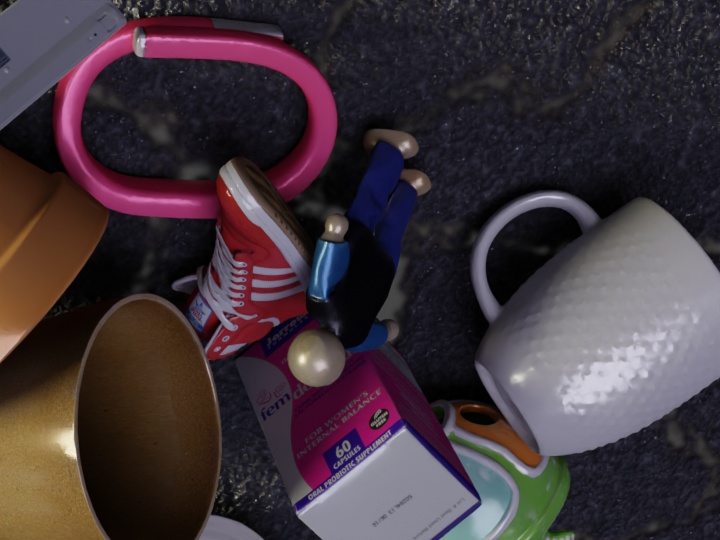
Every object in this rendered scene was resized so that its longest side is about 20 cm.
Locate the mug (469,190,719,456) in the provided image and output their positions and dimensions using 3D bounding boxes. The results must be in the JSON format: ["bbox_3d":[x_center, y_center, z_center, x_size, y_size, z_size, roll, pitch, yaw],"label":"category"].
[{"bbox_3d":[0.166,0.033,1.432,0.175,0.148,0.200,-35,87,-7],"label":"mug"}]

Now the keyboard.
[{"bbox_3d":[-0.229,-0.126,1.203,0.056,0.011,0.200,46,56,-5],"label":"keyboard"}]

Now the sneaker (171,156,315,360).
[{"bbox_3d":[-0.091,-0.002,1.336,0.112,0.071,0.200,-28,152,3],"label":"sneaker"}]

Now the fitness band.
[{"bbox_3d":[-0.114,-0.104,1.320,0.199,0.037,0.144,2,119,-18],"label":"fitness band"}]

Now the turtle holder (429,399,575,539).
[{"bbox_3d":[0.071,0.181,1.504,0.185,0.141,0.132,-29,116,39],"label":"turtle holder"}]

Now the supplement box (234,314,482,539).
[{"bbox_3d":[-0.006,0.116,1.388,0.101,0.200,0.103,-40,122,6],"label":"supplement box"}]

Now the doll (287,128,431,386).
[{"bbox_3d":[0.000,0.000,1.328,0.048,0.200,0.137,4,139,24],"label":"doll"}]

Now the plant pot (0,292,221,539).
[{"bbox_3d":[-0.227,0.119,1.321,0.199,0.187,0.187,-7,128,25],"label":"plant pot"}]

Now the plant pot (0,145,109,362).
[{"bbox_3d":[-0.282,-0.014,1.235,0.200,0.200,0.140,-43,107,9],"label":"plant pot"}]

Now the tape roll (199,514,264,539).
[{"bbox_3d":[-0.142,0.287,1.455,0.202,0.071,0.204,5,83,-38],"label":"tape roll"}]
